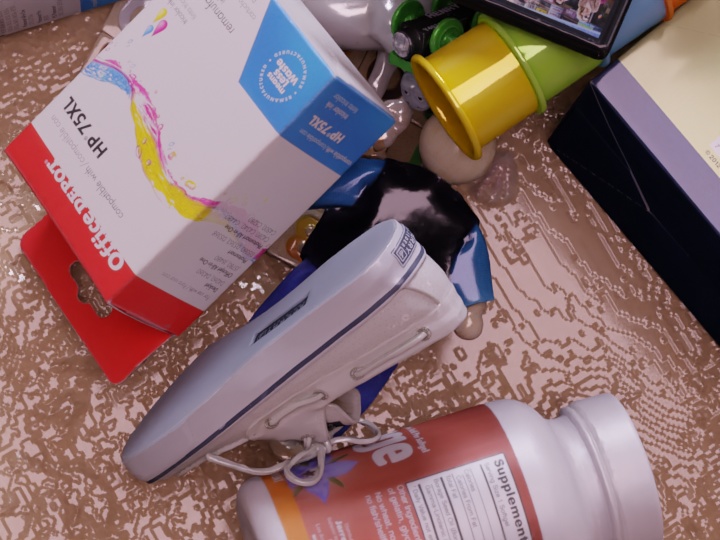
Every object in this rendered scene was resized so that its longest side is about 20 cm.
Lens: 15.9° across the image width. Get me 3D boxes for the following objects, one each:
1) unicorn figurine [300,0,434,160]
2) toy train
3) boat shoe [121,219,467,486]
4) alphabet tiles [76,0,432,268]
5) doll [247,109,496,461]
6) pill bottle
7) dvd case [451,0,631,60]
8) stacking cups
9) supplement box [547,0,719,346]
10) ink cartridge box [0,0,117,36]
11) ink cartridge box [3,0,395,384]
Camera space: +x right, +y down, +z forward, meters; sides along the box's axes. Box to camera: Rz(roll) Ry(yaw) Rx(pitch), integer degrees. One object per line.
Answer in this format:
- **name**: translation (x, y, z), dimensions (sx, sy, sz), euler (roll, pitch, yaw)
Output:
- **unicorn figurine**: translation (-0.002, -0.129, 1.349), dimensions (0.199, 0.074, 0.138), euler (10, 84, -7)
- **toy train**: translation (0.090, -0.131, 1.339), dimensions (0.199, 0.057, 0.042), euler (-24, 38, -37)
- **boat shoe**: translation (-0.026, 0.061, 1.265), dimensions (0.202, 0.075, 0.086), euler (-38, 107, 24)
- **alphabet tiles**: translation (-0.043, -0.097, 1.380), dimensions (0.199, 0.008, 0.168), euler (27, 79, -2)
- **doll**: translation (0.000, 0.000, 1.310), dimensions (0.136, 0.048, 0.200), euler (37, 103, 0)
- **pill bottle**: translation (0.046, 0.131, 1.298), dimensions (0.199, 0.112, 0.113), euler (-17, 83, -9)
- **dvd case**: translation (0.091, -0.214, 1.248), dimensions (0.142, 0.018, 0.201), euler (23, 74, 6)
- **stacking cups**: translation (0.124, -0.129, 1.259), dimensions (0.199, 0.061, 0.061), euler (-31, 85, -6)
- **supplement box**: translation (0.243, -0.070, 1.341), dimensions (0.200, 0.134, 0.200), euler (-39, 86, -11)
- **ink cartridge box**: translation (-0.222, -0.178, 1.341), dimensions (0.199, 0.068, 0.117), euler (-18, 80, -7)
- **ink cartridge box**: translation (-0.095, -0.053, 1.287), dimensions (0.200, 0.067, 0.116), euler (-44, 58, 10)
